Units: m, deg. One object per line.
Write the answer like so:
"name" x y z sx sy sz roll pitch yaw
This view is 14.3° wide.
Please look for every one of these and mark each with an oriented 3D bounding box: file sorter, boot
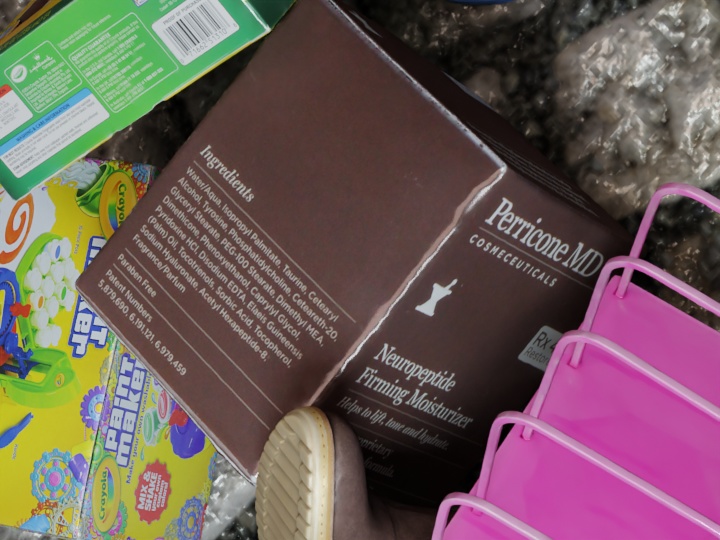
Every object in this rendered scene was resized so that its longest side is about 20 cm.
"file sorter" 0.134 0.083 1.286 0.138 0.126 0.200 30 62 12
"boot" 0.038 0.128 1.376 0.165 0.201 0.072 -14 40 -16

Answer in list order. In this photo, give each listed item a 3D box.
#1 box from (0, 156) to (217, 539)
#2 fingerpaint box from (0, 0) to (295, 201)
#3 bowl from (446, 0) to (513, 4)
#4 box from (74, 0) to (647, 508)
"box" -0.179 0.042 1.579 0.192 0.122 0.201 8 83 31
"fingerpaint box" -0.103 -0.145 1.482 0.200 0.167 0.073 -30 106 38
"bowl" 0.070 -0.245 1.547 0.199 0.039 0.202 -7 76 28
"box" 0.000 0.000 1.453 0.200 0.166 0.164 -51 56 9
